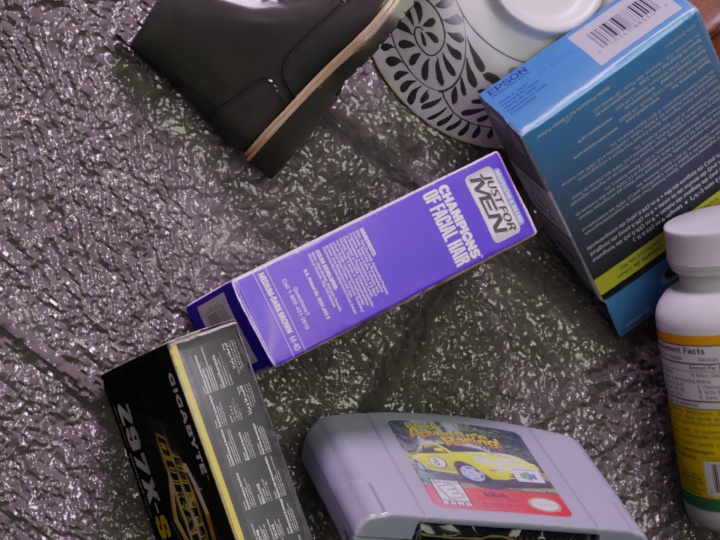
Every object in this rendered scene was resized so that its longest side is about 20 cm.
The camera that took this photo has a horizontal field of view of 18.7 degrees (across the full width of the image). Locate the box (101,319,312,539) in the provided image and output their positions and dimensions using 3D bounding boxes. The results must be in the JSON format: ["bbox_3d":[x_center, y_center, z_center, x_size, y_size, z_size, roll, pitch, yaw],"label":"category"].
[{"bbox_3d":[-0.084,0.139,1.302,0.049,0.160,0.201,-18,88,-21],"label":"box"}]

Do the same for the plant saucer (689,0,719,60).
[{"bbox_3d":[0.288,-0.106,1.551,0.199,0.034,0.201,4,79,-20],"label":"plant saucer"}]

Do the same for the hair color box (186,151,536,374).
[{"bbox_3d":[0.000,0.000,1.385,0.200,0.109,0.065,-28,91,-22],"label":"hair color box"}]

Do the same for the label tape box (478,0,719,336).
[{"bbox_3d":[0.183,-0.074,1.458,0.143,0.066,0.200,-35,131,-6],"label":"label tape box"}]

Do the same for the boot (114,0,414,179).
[{"bbox_3d":[-0.047,-0.178,1.392,0.138,0.077,0.200,38,92,-5],"label":"boot"}]

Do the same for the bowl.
[{"bbox_3d":[0.106,-0.189,1.466,0.200,0.094,0.202,3,80,-19],"label":"bowl"}]

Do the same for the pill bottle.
[{"bbox_3d":[0.255,0.061,1.441,0.112,0.113,0.201,-16,102,-22],"label":"pill bottle"}]

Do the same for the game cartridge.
[{"bbox_3d":[0.069,0.137,1.377,0.199,0.133,0.041,6,111,-22],"label":"game cartridge"}]
